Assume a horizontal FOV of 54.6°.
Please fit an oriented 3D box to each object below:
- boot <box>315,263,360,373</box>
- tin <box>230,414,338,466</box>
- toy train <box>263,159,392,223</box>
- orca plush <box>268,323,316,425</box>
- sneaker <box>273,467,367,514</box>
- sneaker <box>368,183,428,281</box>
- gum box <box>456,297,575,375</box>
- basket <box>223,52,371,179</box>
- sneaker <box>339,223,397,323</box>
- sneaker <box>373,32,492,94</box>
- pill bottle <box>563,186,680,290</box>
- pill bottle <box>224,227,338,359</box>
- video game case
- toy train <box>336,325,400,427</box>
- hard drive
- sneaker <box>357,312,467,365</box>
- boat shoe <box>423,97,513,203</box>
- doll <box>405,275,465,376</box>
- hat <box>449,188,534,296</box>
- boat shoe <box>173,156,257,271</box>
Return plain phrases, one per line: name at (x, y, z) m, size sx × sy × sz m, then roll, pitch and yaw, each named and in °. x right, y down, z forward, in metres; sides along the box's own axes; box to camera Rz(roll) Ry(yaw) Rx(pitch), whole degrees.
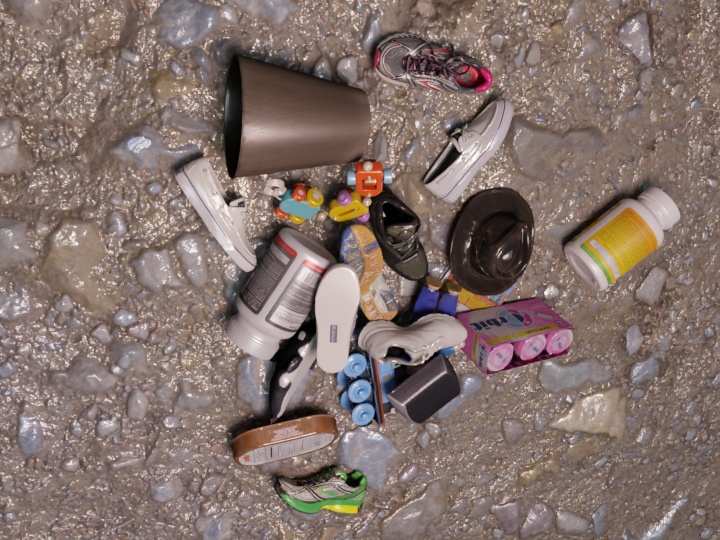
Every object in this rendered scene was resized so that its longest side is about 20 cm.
boot at (-0.041, 0.064, 1.160) m, size 0.072 × 0.090 × 0.201 m, roll 9°, pitch 118°, yaw -2°
tin at (-0.137, 0.313, 1.282) m, size 0.199 × 0.042 × 0.112 m, roll -11°, pitch 146°, yaw -13°
toy train at (-0.048, -0.134, 1.106) m, size 0.199 × 0.056 × 0.150 m, roll -4°, pitch 150°, yaw 4°
orca plush at (-0.134, 0.174, 1.259) m, size 0.105 × 0.071 × 0.201 m, roll -26°, pitch 143°, yaw -57°
sneaker at (-0.077, 0.420, 1.365) m, size 0.199 × 0.078 × 0.086 m, roll 11°, pitch 101°, yaw -31°
sneaker at (0.070, -0.048, 1.190) m, size 0.076 × 0.114 × 0.200 m, roll -28°, pitch 119°, yaw -3°
gum box at (0.292, 0.120, 1.313) m, size 0.199 × 0.114 × 0.067 m, roll -10°, pitch 121°, yaw -22°
basket at (-0.095, -0.227, 1.054) m, size 0.199 × 0.136 × 0.182 m, roll -2°, pitch 100°, yaw -22°
sneaker at (0.000, 0.000, 1.197) m, size 0.075 × 0.088 × 0.201 m, roll -23°, pitch 124°, yaw -9°
sneaker at (0.117, -0.327, 1.110) m, size 0.199 × 0.075 × 0.081 m, roll 3°, pitch 111°, yaw -18°
pill bottle at (0.496, -0.064, 1.319) m, size 0.200 × 0.111 × 0.111 m, roll -38°, pitch 118°, yaw 1°
pill bottle at (-0.134, 0.040, 1.158) m, size 0.116 × 0.116 × 0.201 m, roll 30°, pitch 100°, yaw -26°
video game case at (0.204, 0.046, 1.324) m, size 0.143 × 0.017 × 0.200 m, roll 32°, pitch 100°, yaw -26°
toy train at (0.018, 0.196, 1.291) m, size 0.114 × 0.087 × 0.201 m, roll -17°, pitch 116°, yaw -17°
hard drive at (0.126, 0.228, 1.301) m, size 0.135 × 0.042 × 0.200 m, roll -37°, pitch 154°, yaw -2°
sneaker at (0.098, 0.129, 1.205) m, size 0.199 × 0.087 × 0.075 m, roll -8°, pitch 122°, yaw -19°
boat shoe at (0.181, -0.208, 1.179) m, size 0.067 × 0.074 × 0.201 m, roll 25°, pitch 103°, yaw -28°
doll at (0.129, 0.115, 1.287) m, size 0.136 × 0.049 × 0.201 m, roll 15°, pitch 114°, yaw -6°
hat at (0.256, -0.045, 1.250) m, size 0.199 × 0.081 × 0.202 m, roll -5°, pitch 102°, yaw -22°
boat shoe at (-0.211, -0.090, 1.109) m, size 0.070 × 0.071 × 0.201 m, roll -32°, pitch 111°, yaw 0°
